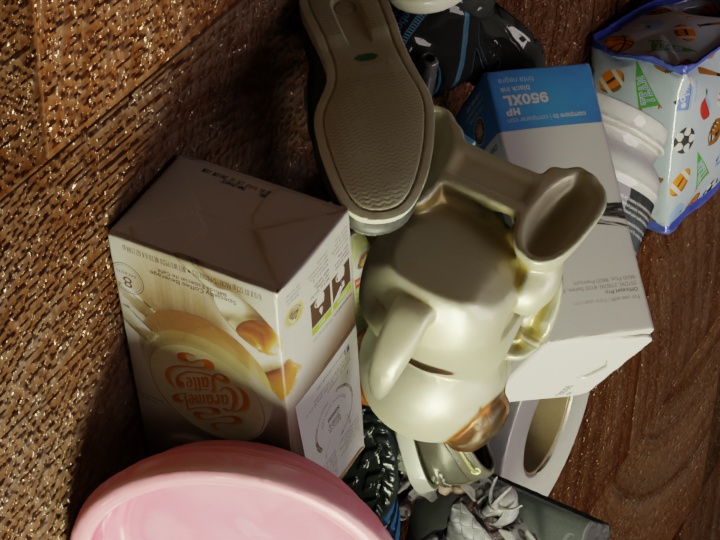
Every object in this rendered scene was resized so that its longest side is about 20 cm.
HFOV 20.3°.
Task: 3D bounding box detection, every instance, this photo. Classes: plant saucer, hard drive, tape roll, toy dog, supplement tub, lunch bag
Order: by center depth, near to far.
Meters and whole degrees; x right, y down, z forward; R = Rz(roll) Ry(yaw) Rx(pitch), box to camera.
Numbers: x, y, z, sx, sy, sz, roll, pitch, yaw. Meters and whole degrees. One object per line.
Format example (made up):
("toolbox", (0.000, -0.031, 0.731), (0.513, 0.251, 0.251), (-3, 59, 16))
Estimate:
("plant saucer", (-0.069, 0.167, 1.178), (0.051, 0.199, 0.201), (-80, 170, -46))
("toy dog", (0.059, 0.032, 1.260), (0.200, 0.139, 0.195), (99, 8, -56))
("supplement tub", (0.152, -0.035, 1.581), (0.201, 0.140, 0.140), (-69, 158, -4))
("hard drive", (0.108, 0.239, 1.601), (0.033, 0.200, 0.140), (13, 93, -38))
("tape roll", (0.135, 0.120, 1.756), (0.203, 0.070, 0.203), (-49, 150, -43))
("lunch bag", (0.284, -0.155, 1.821), (0.200, 0.123, 0.171), (-34, 138, -44))

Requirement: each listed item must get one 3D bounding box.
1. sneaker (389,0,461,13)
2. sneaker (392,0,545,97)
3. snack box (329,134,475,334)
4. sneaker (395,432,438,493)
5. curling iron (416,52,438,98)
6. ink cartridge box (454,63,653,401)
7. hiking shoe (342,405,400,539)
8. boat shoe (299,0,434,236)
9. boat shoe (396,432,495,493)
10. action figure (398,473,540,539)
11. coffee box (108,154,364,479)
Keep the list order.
("sneaker", (0.060, -0.258, 1.290), (0.085, 0.075, 0.201), (71, 35, -54))
("sneaker", (0.066, -0.160, 1.401), (0.082, 0.073, 0.200), (-53, 153, 4))
("snack box", (0.000, 0.000, 1.329), (0.200, 0.037, 0.117), (-37, 142, -29))
("sneaker", (0.064, 0.082, 1.578), (0.201, 0.069, 0.100), (88, 25, -52))
("curling iron", (0.042, -0.075, 1.391), (0.026, 0.049, 0.201), (-49, 155, -37))
("ink cartridge box", (0.124, -0.023, 1.413), (0.145, 0.084, 0.201), (124, -43, -65))
("hiking shoe", (-0.006, 0.165, 1.492), (0.087, 0.074, 0.201), (-78, 173, -56))
("boat shoe", (0.002, -0.090, 1.187), (0.068, 0.071, 0.201), (94, -11, -46))
("boat shoe", (0.048, 0.065, 1.450), (0.072, 0.060, 0.203), (-63, 141, -63))
("action figure", (0.068, 0.224, 1.566), (0.069, 0.130, 0.200), (-12, 151, -42))
("coffee box", (-0.068, 0.045, 1.172), (0.080, 0.114, 0.201), (-51, 150, -38))
